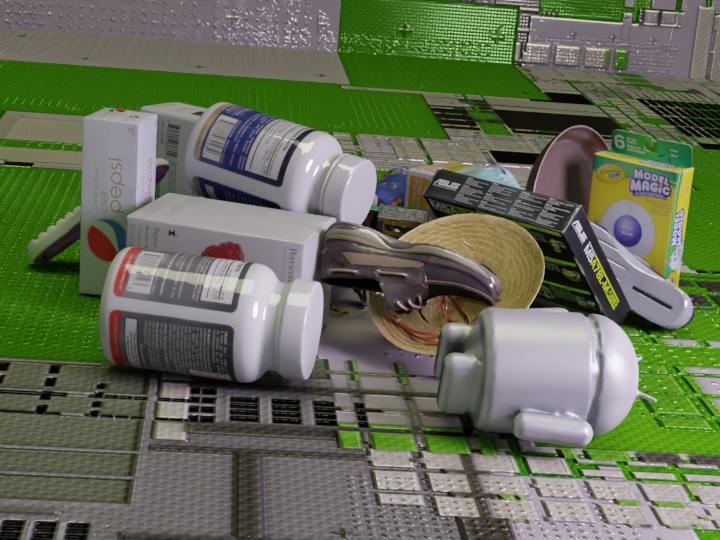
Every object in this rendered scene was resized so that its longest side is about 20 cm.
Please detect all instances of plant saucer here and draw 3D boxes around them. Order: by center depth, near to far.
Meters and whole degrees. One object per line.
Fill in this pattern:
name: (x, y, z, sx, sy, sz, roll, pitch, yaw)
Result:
plant saucer: (0.253, -0.077, 1.876, 0.032, 0.202, 0.199, 8, 14, 39)

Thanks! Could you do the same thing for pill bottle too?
pill bottle: (-0.142, 0.046, 1.480, 0.198, 0.117, 0.116, 8, 16, 8)
pill bottle: (-0.087, -0.110, 1.710, 0.198, 0.112, 0.111, 19, 20, 23)

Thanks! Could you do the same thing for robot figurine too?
robot figurine: (0.169, 0.094, 1.411, 0.198, 0.114, 0.171, 4, 43, -4)

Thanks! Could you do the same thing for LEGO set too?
LEGO set: (0.000, 0.000, 1.761, 0.198, 0.117, 0.155, 1, 45, 2)

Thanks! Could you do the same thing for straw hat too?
straw hat: (0.105, 0.040, 1.619, 0.199, 0.086, 0.202, -10, 43, 9)

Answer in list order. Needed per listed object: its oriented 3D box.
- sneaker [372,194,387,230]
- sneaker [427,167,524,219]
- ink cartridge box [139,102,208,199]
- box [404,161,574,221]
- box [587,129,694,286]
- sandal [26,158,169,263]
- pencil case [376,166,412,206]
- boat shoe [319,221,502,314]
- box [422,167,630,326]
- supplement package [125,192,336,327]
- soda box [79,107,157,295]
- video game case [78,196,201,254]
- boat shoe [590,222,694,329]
sneaker: (-0.010, -0.034, 1.908, 0.112, 0.074, 0.199, 35, -24, -24)
sneaker: (0.162, -0.090, 1.794, 0.199, 0.082, 0.074, 10, -30, 49)
ink cartridge box: (-0.195, -0.131, 2.022, 0.199, 0.148, 0.084, 16, 18, 31)
box: (0.159, -0.065, 1.955, 0.199, 0.114, 0.101, 17, 20, 38)
box: (0.331, -0.061, 1.837, 0.117, 0.202, 0.048, 16, 19, 36)
sandal: (-0.296, -0.060, 1.785, 0.202, 0.050, 0.082, -34, -7, 13)
pencil case: (0.030, -0.081, 2.033, 0.086, 0.079, 0.200, -16, 9, 23)
boat shoe: (0.048, 0.011, 1.566, 0.198, 0.074, 0.074, 15, -12, 24)
box: (0.187, -0.022, 1.725, 0.199, 0.194, 0.048, 18, 62, 40)
supplement package: (-0.138, -0.001, 1.631, 0.198, 0.123, 0.120, 8, 16, 13)
soda box: (-0.268, -0.073, 1.698, 0.067, 0.202, 0.064, 7, 17, 11)
video game case: (-0.210, -0.064, 1.839, 0.181, 0.024, 0.199, -14, 9, 40)
boat shoe: (0.302, 0.011, 1.792, 0.200, 0.072, 0.071, 39, 3, 25)
